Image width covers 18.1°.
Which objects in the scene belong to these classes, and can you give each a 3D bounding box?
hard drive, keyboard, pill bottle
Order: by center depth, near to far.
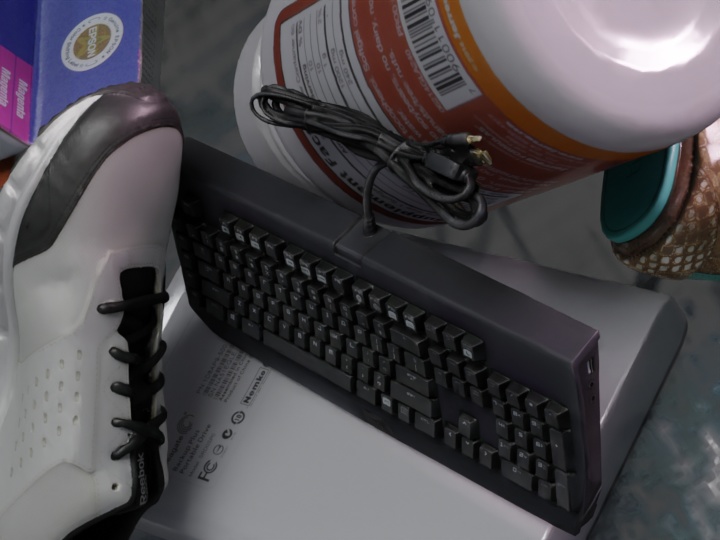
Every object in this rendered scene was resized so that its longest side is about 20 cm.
[{"bbox_3d":[0.000,0.000,0.726,0.021,0.128,0.199,-27,37,-34],"label":"keyboard"},{"bbox_3d":[0.036,-0.076,0.745,0.200,0.112,0.113,-18,42,62],"label":"pill bottle"},{"bbox_3d":[0.000,0.048,0.788,0.199,0.027,0.132,14,66,38],"label":"hard drive"}]

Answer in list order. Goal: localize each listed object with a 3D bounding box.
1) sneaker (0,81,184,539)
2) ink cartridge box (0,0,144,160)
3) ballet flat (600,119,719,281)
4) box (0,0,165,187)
[{"bbox_3d":[-0.089,0.034,0.768,0.080,0.074,0.201,28,113,31],"label":"sneaker"},{"bbox_3d":[-0.177,-0.113,0.868,0.199,0.043,0.197,-20,49,20],"label":"ink cartridge box"},{"bbox_3d":[0.126,-0.085,0.780,0.070,0.065,0.201,-22,52,57],"label":"ballet flat"},{"bbox_3d":[-0.158,-0.067,0.917,0.124,0.098,0.201,-16,52,21],"label":"box"}]
